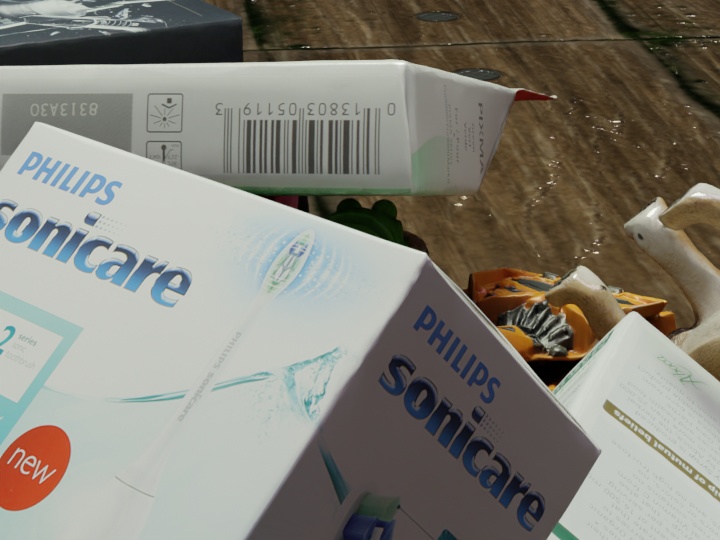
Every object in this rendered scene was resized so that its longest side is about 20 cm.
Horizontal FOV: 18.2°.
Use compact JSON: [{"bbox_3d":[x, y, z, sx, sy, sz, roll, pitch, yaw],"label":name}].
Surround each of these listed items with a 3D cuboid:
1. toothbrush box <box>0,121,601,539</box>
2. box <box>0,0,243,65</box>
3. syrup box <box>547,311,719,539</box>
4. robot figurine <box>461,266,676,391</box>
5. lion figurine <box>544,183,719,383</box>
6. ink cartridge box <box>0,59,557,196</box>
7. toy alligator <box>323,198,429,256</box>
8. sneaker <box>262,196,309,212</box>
[{"bbox_3d":[-0.064,0.080,0.507,0.146,0.085,0.200,21,71,46],"label":"toothbrush box"},{"bbox_3d":[-0.182,-0.089,1.140,0.181,0.105,0.200,-10,21,-29],"label":"box"},{"bbox_3d":[0.061,0.093,0.605,0.081,0.079,0.200,40,25,2],"label":"syrup box"},{"bbox_3d":[0.044,0.048,0.807,0.145,0.058,0.200,12,23,31],"label":"robot figurine"},{"bbox_3d":[0.133,0.024,0.692,0.072,0.123,0.200,-40,-1,-20],"label":"lion figurine"},{"bbox_3d":[-0.026,-0.048,0.834,0.160,0.050,0.200,1,-1,19],"label":"ink cartridge box"},{"bbox_3d":[0.000,0.000,0.775,0.059,0.054,0.200,2,20,8],"label":"toy alligator"},{"bbox_3d":[-0.075,0.008,0.872,0.079,0.096,0.200,11,23,24],"label":"sneaker"}]
